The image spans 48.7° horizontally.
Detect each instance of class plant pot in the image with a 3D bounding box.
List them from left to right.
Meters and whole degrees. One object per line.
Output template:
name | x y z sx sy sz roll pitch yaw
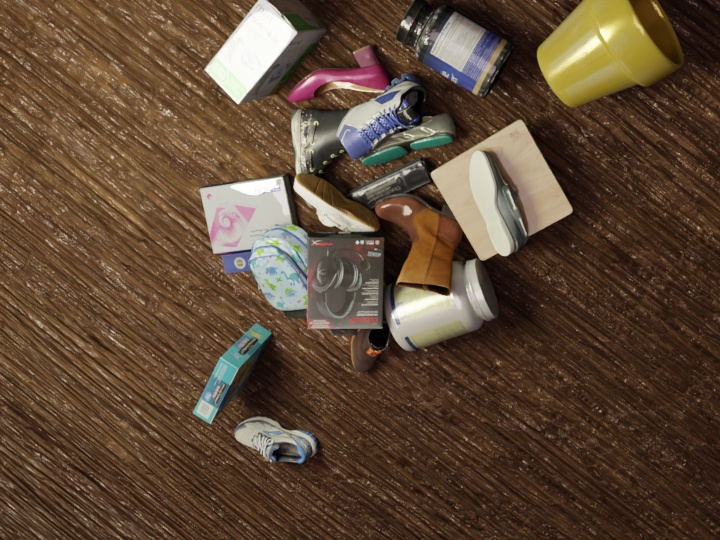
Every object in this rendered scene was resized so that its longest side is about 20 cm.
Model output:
plant pot | 0.417 -0.382 1.364 0.188 0.201 0.201 -31 97 37

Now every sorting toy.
sorting toy | 0.272 -0.157 1.529 0.199 0.070 0.200 -29 98 21

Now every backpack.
backpack | -0.140 0.002 1.633 0.162 0.153 0.201 -3 110 39

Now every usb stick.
usb stick | 0.052 -0.166 1.605 0.199 0.033 0.056 -23 109 20

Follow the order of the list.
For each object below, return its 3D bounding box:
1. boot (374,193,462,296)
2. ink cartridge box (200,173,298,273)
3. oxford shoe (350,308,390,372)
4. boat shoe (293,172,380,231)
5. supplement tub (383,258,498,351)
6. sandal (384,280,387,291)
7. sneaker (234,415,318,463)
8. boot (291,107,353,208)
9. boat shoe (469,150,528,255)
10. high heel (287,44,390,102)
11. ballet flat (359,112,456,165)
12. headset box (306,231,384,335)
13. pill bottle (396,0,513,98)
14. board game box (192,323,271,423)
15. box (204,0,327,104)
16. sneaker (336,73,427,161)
boot | 0.099 -0.046 1.545 0.187 0.201 0.069 17 146 2
ink cartridge box | -0.230 -0.093 1.699 0.195 0.043 0.202 -7 103 16
oxford shoe | 0.021 0.152 1.670 0.071 0.073 0.201 9 129 -8
boat shoe | -0.057 -0.118 1.587 0.199 0.071 0.069 32 127 -18
supplement tub | 0.160 0.066 1.586 0.199 0.145 0.146 -20 101 20
sandal | 0.000 0.000 1.646 0.079 0.087 0.201 -23 120 14
sneaker | -0.201 0.392 1.816 0.198 0.085 0.078 9 109 13
boot | -0.052 -0.228 1.594 0.152 0.074 0.205 -4 107 13
boat shoe | 0.259 -0.130 1.482 0.061 0.073 0.201 -21 95 -24
high heel | -0.043 -0.352 1.551 0.199 0.067 0.097 -25 88 17
ballet flat | 0.089 -0.260 1.559 0.198 0.067 0.064 -14 75 18
headset box | -0.031 0.028 1.544 0.147 0.077 0.202 1 101 -5
pill bottle | 0.170 -0.412 1.455 0.199 0.112 0.112 32 112 4
board game box | -0.273 0.219 1.720 0.047 0.200 0.152 31 112 4
box | -0.174 -0.419 1.499 0.097 0.200 0.176 45 111 -3
sneaker | 0.050 -0.288 1.487 0.199 0.115 0.081 -41 115 0
